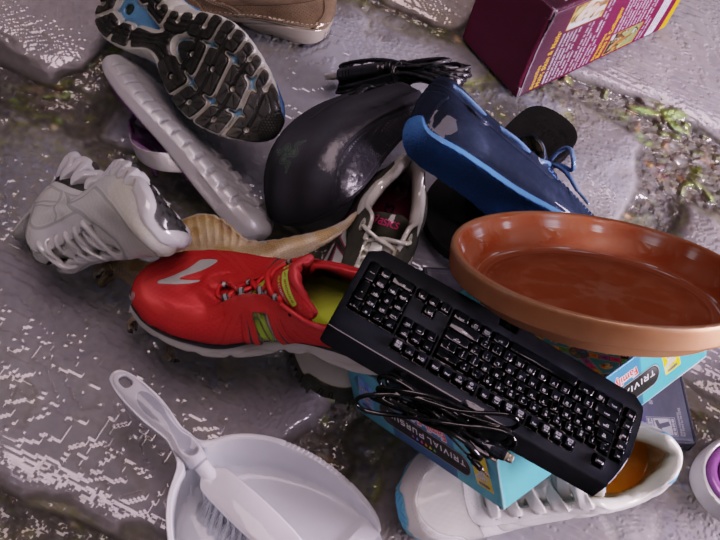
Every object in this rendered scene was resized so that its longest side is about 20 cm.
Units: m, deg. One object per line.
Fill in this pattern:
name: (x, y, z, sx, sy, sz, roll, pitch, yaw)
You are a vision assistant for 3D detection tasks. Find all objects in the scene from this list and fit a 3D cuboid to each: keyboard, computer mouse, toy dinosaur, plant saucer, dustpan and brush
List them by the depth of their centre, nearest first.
keyboard: (0.076, 0.065, 0.696, 0.200, 0.040, 0.104, 29, 59, 0)
plant saucer: (0.156, 0.008, 0.757, 0.200, 0.032, 0.200, 6, 22, -2)
dustpan and brush: (-0.093, 0.142, 0.759, 0.200, 0.057, 0.140, 40, 58, 14)
toy dinosaur: (-0.097, 0.007, 0.823, 0.199, 0.058, 0.102, -9, 79, 4)
computer mouse: (-0.014, -0.115, 0.907, 0.138, 0.053, 0.200, 3, 44, 40)

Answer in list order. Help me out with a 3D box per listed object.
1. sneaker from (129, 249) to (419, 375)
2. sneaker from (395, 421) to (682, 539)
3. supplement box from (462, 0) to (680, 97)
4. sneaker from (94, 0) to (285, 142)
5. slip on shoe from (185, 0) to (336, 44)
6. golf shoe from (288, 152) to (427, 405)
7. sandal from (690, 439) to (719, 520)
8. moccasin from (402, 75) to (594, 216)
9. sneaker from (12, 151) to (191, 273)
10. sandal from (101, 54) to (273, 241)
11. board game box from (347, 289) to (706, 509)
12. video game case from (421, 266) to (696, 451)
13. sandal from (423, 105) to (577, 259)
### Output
sneaker: (-0.052, 0.013, 0.758, 0.199, 0.085, 0.077, 6, 66, 0)
sneaker: (0.120, 0.137, 0.790, 0.199, 0.081, 0.077, -11, 86, -18)
supplement box: (0.203, -0.252, 1.053, 0.200, 0.110, 0.086, -27, 67, -27)
sneaker: (-0.121, -0.170, 0.932, 0.200, 0.090, 0.078, 44, 102, 27)
slip on shoe: (-0.118, -0.249, 1.005, 0.199, 0.061, 0.076, 14, 54, -5)
golf shoe: (0.000, 0.000, 0.858, 0.077, 0.088, 0.200, 19, 57, -2)
sandal: (0.328, 0.122, 0.867, 0.202, 0.050, 0.082, -33, 73, -31)
moccasin: (0.122, -0.077, 0.881, 0.200, 0.080, 0.068, 35, 63, -34)
sneaker: (-0.179, -0.029, 0.794, 0.081, 0.200, 0.075, -44, 115, -19)
sandal: (-0.147, -0.090, 0.901, 0.050, 0.082, 0.203, -45, 69, 12)
board game box: (0.115, 0.062, 0.806, 0.200, 0.047, 0.151, -30, 36, -27)
video game case: (0.148, 0.066, 0.891, 0.199, 0.019, 0.143, 4, 57, -12)
sandal: (0.117, -0.083, 0.963, 0.075, 0.045, 0.200, 37, 57, 10)
